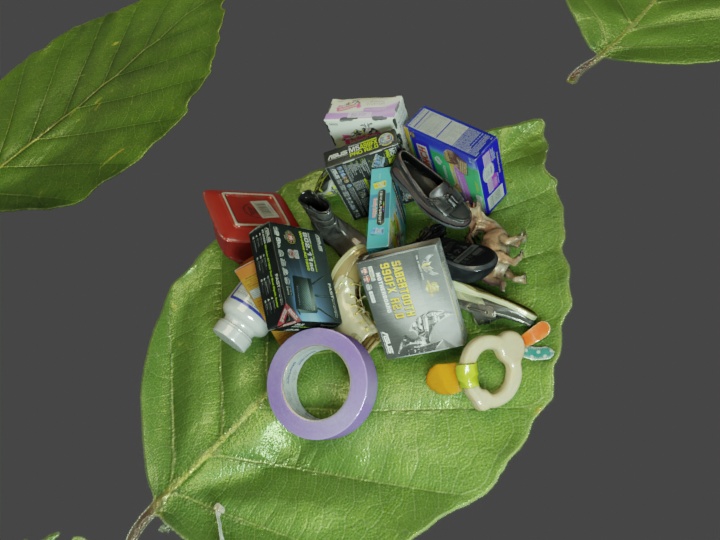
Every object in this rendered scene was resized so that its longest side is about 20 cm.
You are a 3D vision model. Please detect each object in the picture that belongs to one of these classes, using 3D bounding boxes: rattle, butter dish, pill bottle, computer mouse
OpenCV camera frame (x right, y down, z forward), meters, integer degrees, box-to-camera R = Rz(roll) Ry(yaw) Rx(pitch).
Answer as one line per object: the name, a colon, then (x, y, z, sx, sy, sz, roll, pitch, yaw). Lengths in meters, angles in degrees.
rattle: (0.239, 0.166, 1.281, 0.200, 0.143, 0.130, -39, 83, -27)
butter dish: (-0.250, -0.078, 1.580, 0.198, 0.149, 0.201, -1, 38, -29)
pill bottle: (-0.217, 0.068, 1.478, 0.111, 0.112, 0.201, 23, 68, 33)
computer mouse: (0.177, -0.022, 1.351, 0.138, 0.053, 0.199, -32, 37, -33)

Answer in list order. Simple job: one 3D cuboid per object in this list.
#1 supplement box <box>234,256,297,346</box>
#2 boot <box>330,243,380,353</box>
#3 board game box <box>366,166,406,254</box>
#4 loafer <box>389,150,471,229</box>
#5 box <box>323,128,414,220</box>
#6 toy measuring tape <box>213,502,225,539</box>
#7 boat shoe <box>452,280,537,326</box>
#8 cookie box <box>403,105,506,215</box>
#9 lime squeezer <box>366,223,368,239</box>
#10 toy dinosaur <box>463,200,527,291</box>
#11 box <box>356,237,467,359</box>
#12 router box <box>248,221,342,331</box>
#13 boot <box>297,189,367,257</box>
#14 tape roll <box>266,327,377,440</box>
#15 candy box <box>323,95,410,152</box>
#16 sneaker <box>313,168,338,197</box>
supplement box: (-0.164, 0.063, 1.394, 0.068, 0.201, 0.067, -26, 12, 23)
boot: (-0.005, 0.066, 1.385, 0.155, 0.072, 0.201, 42, 108, 36)
board game box: (0.057, -0.085, 1.449, 0.046, 0.151, 0.202, -5, 55, 14)
loafer: (0.138, -0.159, 1.382, 0.200, 0.063, 0.072, 41, 64, 17)
box: (0.027, -0.200, 1.508, 0.159, 0.200, 0.045, -18, 57, 10)
toy measuring tape: (-0.205, 0.488, 1.210, 0.073, 0.074, 0.201, -24, 52, 5)
boat shoe: (0.231, 0.071, 1.330, 0.199, 0.072, 0.067, 21, 93, 22)
cookie box: (0.199, -0.231, 1.483, 0.075, 0.172, 0.199, -44, 52, -16)
lime squeezer: (0.000, 0.000, 1.462, 0.038, 0.070, 0.201, 45, 116, 35)
toy dinosaur: (0.254, -0.033, 1.380, 0.134, 0.086, 0.202, -4, 60, 19)
box: (0.097, 0.055, 1.308, 0.157, 0.202, 0.048, -12, 16, 20)
router box: (-0.123, 0.016, 1.348, 0.062, 0.149, 0.202, -25, 70, 33)
boot: (-0.051, -0.091, 1.508, 0.199, 0.132, 0.070, 26, 67, 33)
tape roll: (-0.071, 0.210, 1.307, 0.198, 0.066, 0.202, -4, 77, 18)
candy box: (0.032, -0.285, 1.565, 0.166, 0.201, 0.072, 4, 55, 25)
sneaker: (-0.039, -0.201, 1.593, 0.199, 0.076, 0.076, -25, 40, 51)
